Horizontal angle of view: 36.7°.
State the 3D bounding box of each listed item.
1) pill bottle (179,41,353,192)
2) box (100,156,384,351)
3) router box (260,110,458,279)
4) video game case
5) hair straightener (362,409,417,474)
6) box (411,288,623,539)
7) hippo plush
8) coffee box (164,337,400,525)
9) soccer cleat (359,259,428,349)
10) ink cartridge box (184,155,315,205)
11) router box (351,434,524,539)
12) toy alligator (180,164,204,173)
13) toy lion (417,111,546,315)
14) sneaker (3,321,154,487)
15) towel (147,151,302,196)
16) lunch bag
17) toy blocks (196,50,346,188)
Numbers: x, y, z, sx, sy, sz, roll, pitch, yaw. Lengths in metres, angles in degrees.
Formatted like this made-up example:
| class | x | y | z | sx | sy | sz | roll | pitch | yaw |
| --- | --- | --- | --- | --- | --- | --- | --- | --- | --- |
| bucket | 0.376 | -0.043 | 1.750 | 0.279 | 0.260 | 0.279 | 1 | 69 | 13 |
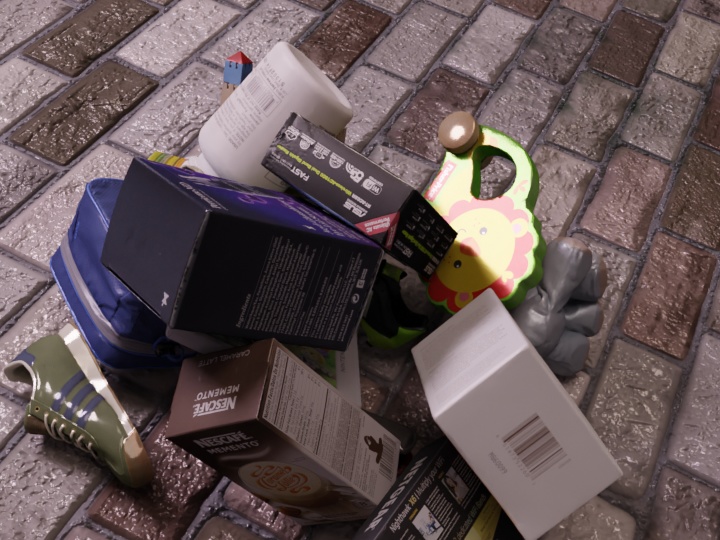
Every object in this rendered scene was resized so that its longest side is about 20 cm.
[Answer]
| class | x | y | z | sx | sy | sz | roll | pitch | yaw |
| --- | --- | --- | --- | --- | --- | --- | --- | --- | --- |
| pill bottle | -0.111 | -0.138 | 1.181 | 0.114 | 0.200 | 0.115 | 42 | 12 | -12 |
| box | -0.106 | -0.013 | 0.966 | 0.198 | 0.106 | 0.147 | 11 | 15 | -42 |
| router box | 0.004 | -0.070 | 1.087 | 0.149 | 0.200 | 0.063 | 35 | 91 | 21 |
| video game case | -0.090 | 0.049 | 1.069 | 0.198 | 0.022 | 0.183 | 26 | 25 | -16 |
| hair straightener | -0.029 | 0.134 | 1.119 | 0.198 | 0.078 | 0.041 | 29 | 47 | 15 |
| box | 0.139 | 0.128 | 1.017 | 0.153 | 0.106 | 0.200 | 52 | 5 | -11 |
| hippo plush | 0.176 | 0.043 | 1.246 | 0.159 | 0.160 | 0.201 | 21 | 67 | 39 |
| coffee box | -0.066 | 0.152 | 0.981 | 0.113 | 0.200 | 0.081 | -16 | 48 | 34 |
| soccer cleat | 0.000 | 0.000 | 1.179 | 0.201 | 0.080 | 0.068 | 52 | 37 | -20 |
| ink cartridge box | -0.095 | -0.094 | 1.335 | 0.194 | 0.044 | 0.200 | -12 | 38 | -26 |
| router box | 0.076 | 0.262 | 0.961 | 0.158 | 0.052 | 0.200 | 53 | 36 | -2 |
| toy alligator | -0.109 | -0.041 | 1.130 | 0.199 | 0.054 | 0.060 | 35 | 69 | 11 |
| toy lion | 0.128 | -0.050 | 1.182 | 0.191 | 0.069 | 0.202 | 32 | 87 | 36 |
| sneaker | -0.281 | 0.145 | 1.058 | 0.089 | 0.068 | 0.201 | -25 | 56 | -22 |
| towel | -0.167 | -0.105 | 1.288 | 0.197 | 0.018 | 0.086 | 11 | 34 | 8 |
| lunch bag | -0.232 | 0.015 | 1.147 | 0.135 | 0.133 | 0.201 | 4 | 41 | -44 |
| toy blocks | -0.092 | -0.176 | 1.276 | 0.197 | 0.139 | 0.100 | 18 | 19 | 23 |
